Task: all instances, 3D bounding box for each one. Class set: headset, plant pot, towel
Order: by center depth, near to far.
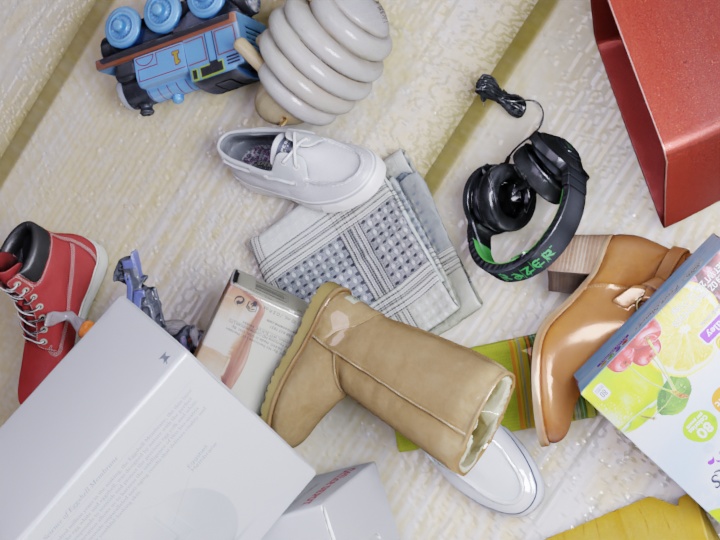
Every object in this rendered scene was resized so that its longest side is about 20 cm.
[{"bbox_3d":[0.305,-0.178,1.040,0.175,0.200,0.201,-18,73,8],"label":"plant pot"},{"bbox_3d":[0.139,-0.087,1.133,0.123,0.094,0.201,-32,40,38],"label":"headset"},{"bbox_3d":[0.119,0.111,1.159,0.199,0.018,0.087,-14,74,23],"label":"towel"},{"bbox_3d":[0.000,0.000,1.227,0.199,0.035,0.193,-32,68,16],"label":"towel"}]

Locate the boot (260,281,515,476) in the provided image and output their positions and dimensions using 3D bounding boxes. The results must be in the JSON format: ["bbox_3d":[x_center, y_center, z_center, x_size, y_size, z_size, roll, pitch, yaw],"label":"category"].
[{"bbox_3d":[0.016,0.122,1.094,0.199,0.066,0.176,29,106,30],"label":"boot"}]

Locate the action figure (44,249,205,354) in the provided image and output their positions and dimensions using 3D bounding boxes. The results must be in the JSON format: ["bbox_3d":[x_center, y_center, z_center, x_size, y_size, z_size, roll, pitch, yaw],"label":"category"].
[{"bbox_3d":[-0.225,0.068,1.285,0.192,0.105,0.201,1,105,20],"label":"action figure"}]

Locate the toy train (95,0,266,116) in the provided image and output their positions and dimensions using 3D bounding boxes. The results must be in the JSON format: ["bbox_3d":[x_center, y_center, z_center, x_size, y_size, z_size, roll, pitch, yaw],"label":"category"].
[{"bbox_3d":[-0.191,-0.238,1.337,0.199,0.087,0.115,-14,80,22],"label":"toy train"}]

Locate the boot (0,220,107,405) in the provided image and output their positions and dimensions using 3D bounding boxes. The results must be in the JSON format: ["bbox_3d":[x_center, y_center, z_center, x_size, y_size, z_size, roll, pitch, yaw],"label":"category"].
[{"bbox_3d":[-0.352,0.052,1.322,0.072,0.144,0.201,13,87,25],"label":"boot"}]

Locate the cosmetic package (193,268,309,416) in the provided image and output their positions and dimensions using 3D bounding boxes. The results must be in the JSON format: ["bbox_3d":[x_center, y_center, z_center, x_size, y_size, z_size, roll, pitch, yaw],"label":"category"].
[{"bbox_3d":[-0.127,0.110,1.191,0.087,0.103,0.201,25,95,-7],"label":"cosmetic package"}]

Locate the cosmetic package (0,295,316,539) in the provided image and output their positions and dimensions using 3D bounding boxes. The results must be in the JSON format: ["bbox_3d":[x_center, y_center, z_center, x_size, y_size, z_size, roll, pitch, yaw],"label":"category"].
[{"bbox_3d":[-0.181,0.168,1.024,0.200,0.200,0.123,-48,44,-10],"label":"cosmetic package"}]

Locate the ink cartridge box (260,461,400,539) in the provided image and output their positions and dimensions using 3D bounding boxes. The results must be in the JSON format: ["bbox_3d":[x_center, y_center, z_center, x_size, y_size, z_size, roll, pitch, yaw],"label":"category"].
[{"bbox_3d":[-0.083,0.253,1.147,0.199,0.145,0.084,-17,91,21],"label":"ink cartridge box"}]

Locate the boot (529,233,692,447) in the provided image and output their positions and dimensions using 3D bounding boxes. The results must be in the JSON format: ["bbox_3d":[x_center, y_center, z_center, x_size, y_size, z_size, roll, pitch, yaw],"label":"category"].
[{"bbox_3d":[0.229,0.062,1.073,0.154,0.074,0.201,8,75,15],"label":"boot"}]

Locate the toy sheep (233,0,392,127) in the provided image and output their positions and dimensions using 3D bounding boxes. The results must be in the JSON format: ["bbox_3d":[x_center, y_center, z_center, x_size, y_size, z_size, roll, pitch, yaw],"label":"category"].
[{"bbox_3d":[-0.037,-0.222,1.234,0.200,0.138,0.138,-47,64,28],"label":"toy sheep"}]

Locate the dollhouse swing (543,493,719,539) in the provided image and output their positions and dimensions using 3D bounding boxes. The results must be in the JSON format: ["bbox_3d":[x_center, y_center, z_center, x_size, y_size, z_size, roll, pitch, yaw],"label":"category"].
[{"bbox_3d":[0.240,0.331,1.050,0.199,0.176,0.182,-28,28,18],"label":"dollhouse swing"}]

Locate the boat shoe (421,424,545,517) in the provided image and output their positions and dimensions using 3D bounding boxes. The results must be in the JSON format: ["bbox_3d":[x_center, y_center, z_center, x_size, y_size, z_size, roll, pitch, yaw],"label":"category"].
[{"bbox_3d":[0.078,0.150,1.129,0.200,0.067,0.074,40,102,23],"label":"boat shoe"}]

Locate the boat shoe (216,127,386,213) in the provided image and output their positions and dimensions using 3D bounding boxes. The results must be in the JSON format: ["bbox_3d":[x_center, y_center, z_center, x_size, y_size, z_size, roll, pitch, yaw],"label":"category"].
[{"bbox_3d":[-0.064,-0.110,1.234,0.199,0.068,0.072,19,77,43],"label":"boat shoe"}]

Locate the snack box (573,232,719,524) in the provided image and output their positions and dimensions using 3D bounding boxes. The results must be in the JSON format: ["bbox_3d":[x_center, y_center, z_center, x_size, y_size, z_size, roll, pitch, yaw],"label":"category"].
[{"bbox_3d":[0.302,0.099,1.003,0.200,0.068,0.169,42,100,-3],"label":"snack box"}]
